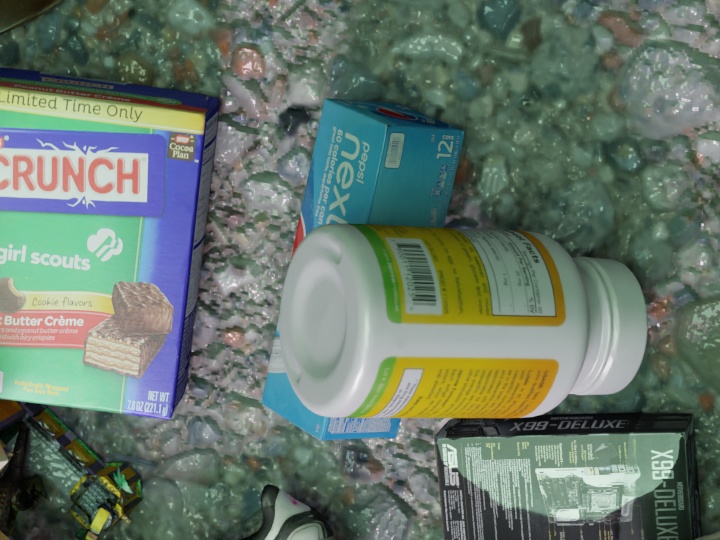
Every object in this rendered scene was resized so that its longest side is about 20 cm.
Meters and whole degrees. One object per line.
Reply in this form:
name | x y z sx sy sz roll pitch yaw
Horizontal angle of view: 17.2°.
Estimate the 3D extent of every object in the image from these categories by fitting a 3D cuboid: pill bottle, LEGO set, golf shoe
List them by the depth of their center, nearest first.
pill bottle | 0.063 0.031 1.395 0.200 0.111 0.111 2 104 -28
golf shoe | -0.098 0.218 1.537 0.200 0.073 0.092 -39 93 11
LEGO set | -0.250 0.168 1.546 0.200 0.116 0.154 -38 88 19

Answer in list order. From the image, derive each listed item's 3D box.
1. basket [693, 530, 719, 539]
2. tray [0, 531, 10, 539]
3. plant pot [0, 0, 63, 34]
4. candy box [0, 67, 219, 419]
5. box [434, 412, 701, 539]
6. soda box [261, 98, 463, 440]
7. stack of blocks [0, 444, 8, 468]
basket | 0.218 0.214 1.337 0.200 0.135 0.124 -24 89 41
tray | -0.190 0.260 1.505 0.200 0.037 0.099 43 123 -3
plant pot | -0.280 -0.256 1.463 0.187 0.187 0.200 -24 78 18
candy box | -0.184 -0.019 1.500 0.169 0.077 0.201 7 101 0
box | 0.133 0.191 1.479 0.157 0.050 0.201 -3 99 16
soda box | 0.000 0.000 1.462 0.068 0.064 0.201 27 109 48
stack of blocks | -0.317 0.126 1.481 0.200 0.059 0.115 -42 69 32
